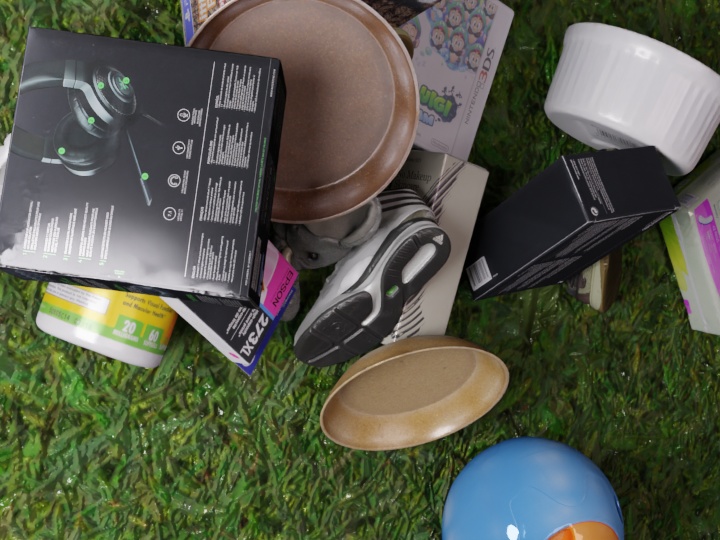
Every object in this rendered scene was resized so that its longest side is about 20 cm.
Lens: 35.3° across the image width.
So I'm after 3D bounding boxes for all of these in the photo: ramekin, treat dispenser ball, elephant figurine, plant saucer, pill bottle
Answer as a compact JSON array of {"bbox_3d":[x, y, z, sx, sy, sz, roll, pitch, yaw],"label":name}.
[{"bbox_3d":[0.300,-0.183,1.247,0.199,0.200,0.099,24,92,-37],"label":"ramekin"},{"bbox_3d":[0.187,0.285,1.235,0.199,0.200,0.204,-7,102,-35],"label":"treat dispenser ball"},{"bbox_3d":[-0.038,-0.069,1.056,0.142,0.154,0.201,-51,124,-36],"label":"elephant figurine"},{"bbox_3d":[0.052,0.119,1.149,0.198,0.200,0.036,14,46,-37],"label":"plant saucer"},{"bbox_3d":[-0.051,-0.136,0.914,0.197,0.035,0.203,-1,117,-3],"label":"plant saucer"},{"bbox_3d":[-0.189,-0.030,0.957,0.110,0.110,0.203,23,84,-37],"label":"pill bottle"}]

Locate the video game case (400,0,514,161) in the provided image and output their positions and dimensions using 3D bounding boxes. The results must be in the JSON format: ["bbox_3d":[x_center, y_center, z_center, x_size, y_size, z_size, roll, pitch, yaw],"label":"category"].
[{"bbox_3d":[0.062,-0.225,1.165,0.198,0.024,0.185,22,84,-37],"label":"video game case"}]

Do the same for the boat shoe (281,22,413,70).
[{"bbox_3d":[-0.055,-0.181,0.960,0.198,0.064,0.073,-15,149,6],"label":"boat shoe"}]

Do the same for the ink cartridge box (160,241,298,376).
[{"bbox_3d":[-0.109,0.013,0.965,0.096,0.037,0.200,-62,148,-17],"label":"ink cartridge box"}]

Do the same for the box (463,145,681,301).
[{"bbox_3d":[0.214,-0.048,1.195,0.140,0.200,0.080,-6,70,-34],"label":"box"}]

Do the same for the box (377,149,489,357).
[{"bbox_3d":[0.061,-0.018,1.165,0.068,0.082,0.203,16,87,-36],"label":"box"}]

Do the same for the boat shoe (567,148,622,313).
[{"bbox_3d":[0.265,-0.046,1.300,0.072,0.065,0.203,-42,136,-46],"label":"boat shoe"}]

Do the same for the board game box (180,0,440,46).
[{"bbox_3d":[-0.041,-0.257,0.961,0.158,0.199,0.098,-1,79,-36],"label":"board game box"}]

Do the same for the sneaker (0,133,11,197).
[{"bbox_3d":[-0.262,-0.059,0.906,0.200,0.075,0.082,-44,79,-12],"label":"sneaker"}]

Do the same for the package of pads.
[{"bbox_3d":[0.474,-0.041,1.476,0.154,0.068,0.202,-38,118,-25],"label":"package of pads"}]

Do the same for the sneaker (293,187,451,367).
[{"bbox_3d":[0.000,0.000,1.130,0.075,0.116,0.200,31,113,-37],"label":"sneaker"}]

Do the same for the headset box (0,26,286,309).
[{"bbox_3d":[-0.163,-0.072,0.829,0.197,0.093,0.177,6,83,0],"label":"headset box"}]
